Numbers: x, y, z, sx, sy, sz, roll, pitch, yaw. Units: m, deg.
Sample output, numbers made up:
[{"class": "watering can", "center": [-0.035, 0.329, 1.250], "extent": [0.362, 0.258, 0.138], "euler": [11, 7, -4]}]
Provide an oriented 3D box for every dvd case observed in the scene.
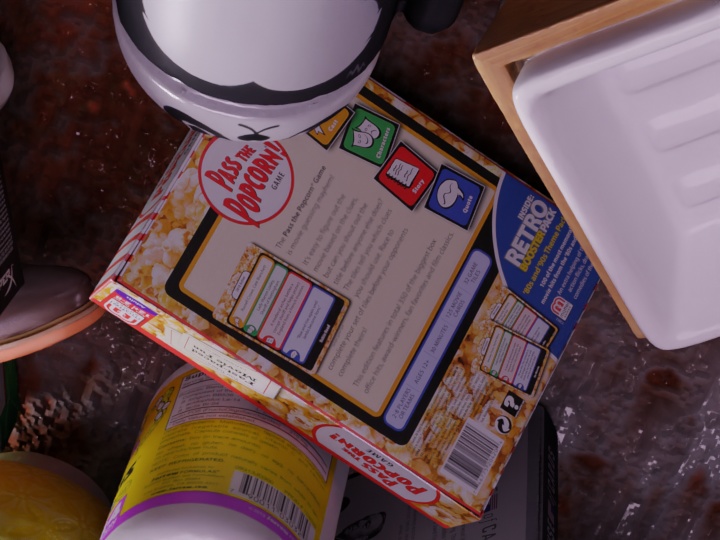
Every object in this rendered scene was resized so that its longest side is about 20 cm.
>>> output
[{"class": "dvd case", "center": [0.003, 0.149, 1.129], "extent": [0.199, 0.151, 0.025], "euler": [-22, 117, 18]}]

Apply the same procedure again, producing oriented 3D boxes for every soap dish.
[{"class": "soap dish", "center": [0.157, -0.065, 1.010], "extent": [0.156, 0.082, 0.200], "euler": [-20, 134, 17]}]

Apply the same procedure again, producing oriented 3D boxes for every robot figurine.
[{"class": "robot figurine", "center": [-0.039, -0.139, 0.946], "extent": [0.150, 0.125, 0.200], "euler": [38, 148, 14]}]

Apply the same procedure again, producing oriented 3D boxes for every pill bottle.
[{"class": "pill bottle", "center": [-0.060, 0.106, 1.085], "extent": [0.103, 0.200, 0.105], "euler": [3, 118, 6]}]

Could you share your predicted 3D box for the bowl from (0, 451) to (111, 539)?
[{"class": "bowl", "center": [-0.176, 0.157, 1.168], "extent": [0.198, 0.108, 0.201], "euler": [9, 134, 10]}]

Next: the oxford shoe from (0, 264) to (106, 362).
[{"class": "oxford shoe", "center": [-0.218, 0.005, 1.078], "extent": [0.198, 0.071, 0.073], "euler": [-2, 108, 7]}]

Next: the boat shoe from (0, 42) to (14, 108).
[{"class": "boat shoe", "center": [-0.253, -0.063, 1.100], "extent": [0.198, 0.072, 0.069], "euler": [-14, 137, 7]}]

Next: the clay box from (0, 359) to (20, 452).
[{"class": "clay box", "center": [-0.275, 0.030, 1.158], "extent": [0.198, 0.048, 0.116], "euler": [1, 116, 5]}]

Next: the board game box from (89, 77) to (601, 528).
[{"class": "board game box", "center": [0.000, 0.000, 1.058], "extent": [0.199, 0.152, 0.046], "euler": [34, 160, -11]}]

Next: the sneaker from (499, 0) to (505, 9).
[{"class": "sneaker", "center": [0.020, -0.181, 1.000], "extent": [0.200, 0.077, 0.082], "euler": [41, 121, -13]}]

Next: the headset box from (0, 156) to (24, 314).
[{"class": "headset box", "center": [-0.238, -0.070, 0.990], "extent": [0.147, 0.075, 0.202], "euler": [-5, 108, 8]}]
